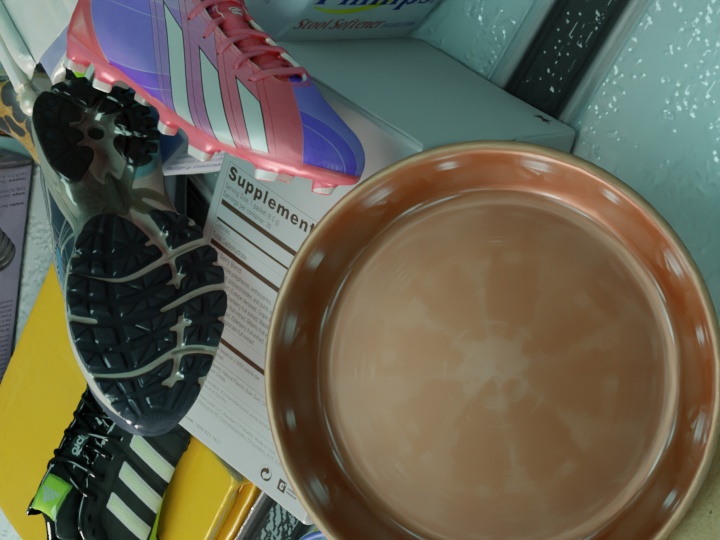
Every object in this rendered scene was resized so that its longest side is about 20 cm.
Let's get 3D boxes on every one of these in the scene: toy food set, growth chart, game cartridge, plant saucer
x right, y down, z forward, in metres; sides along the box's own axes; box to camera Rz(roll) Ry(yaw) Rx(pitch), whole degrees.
[{"bbox_3d":[0.094,0.109,0.894,0.197,0.049,0.201,28,93,16],"label":"toy food set"},{"bbox_3d":[-0.144,-0.167,1.022,0.200,0.018,0.146,-34,73,41],"label":"growth chart"},{"bbox_3d":[-0.153,0.120,1.206,0.200,0.032,0.177,48,125,30],"label":"game cartridge"},{"bbox_3d":[0.057,0.045,0.859,0.198,0.032,0.203,0,91,11],"label":"plant saucer"}]

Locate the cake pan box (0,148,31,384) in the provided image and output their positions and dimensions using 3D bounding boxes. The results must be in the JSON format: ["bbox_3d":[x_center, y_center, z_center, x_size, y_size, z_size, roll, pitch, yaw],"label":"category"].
[{"bbox_3d":[-0.296,0.025,1.208,0.052,0.199,0.186,21,112,36],"label":"cake pan box"}]

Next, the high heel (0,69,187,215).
[{"bbox_3d":[-0.184,-0.045,1.177,0.198,0.071,0.144,6,94,33],"label":"high heel"}]

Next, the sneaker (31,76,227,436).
[{"bbox_3d":[-0.113,0.003,0.978,0.087,0.077,0.201,100,159,-52],"label":"sneaker"}]

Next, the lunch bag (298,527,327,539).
[{"bbox_3d":[0.055,0.210,0.986,0.160,0.082,0.202,-23,80,43],"label":"lunch bag"}]

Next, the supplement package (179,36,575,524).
[{"bbox_3d":[0.000,0.000,0.980,0.119,0.121,0.202,34,117,34],"label":"supplement package"}]

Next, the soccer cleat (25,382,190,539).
[{"bbox_3d":[-0.142,0.107,1.116,0.067,0.081,0.202,26,113,38],"label":"soccer cleat"}]

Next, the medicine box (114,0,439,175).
[{"bbox_3d":[-0.060,-0.180,1.024,0.200,0.102,0.183,-43,67,39],"label":"medicine box"}]

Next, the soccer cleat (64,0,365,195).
[{"bbox_3d":[-0.066,-0.096,0.906,0.199,0.066,0.077,31,103,43],"label":"soccer cleat"}]
